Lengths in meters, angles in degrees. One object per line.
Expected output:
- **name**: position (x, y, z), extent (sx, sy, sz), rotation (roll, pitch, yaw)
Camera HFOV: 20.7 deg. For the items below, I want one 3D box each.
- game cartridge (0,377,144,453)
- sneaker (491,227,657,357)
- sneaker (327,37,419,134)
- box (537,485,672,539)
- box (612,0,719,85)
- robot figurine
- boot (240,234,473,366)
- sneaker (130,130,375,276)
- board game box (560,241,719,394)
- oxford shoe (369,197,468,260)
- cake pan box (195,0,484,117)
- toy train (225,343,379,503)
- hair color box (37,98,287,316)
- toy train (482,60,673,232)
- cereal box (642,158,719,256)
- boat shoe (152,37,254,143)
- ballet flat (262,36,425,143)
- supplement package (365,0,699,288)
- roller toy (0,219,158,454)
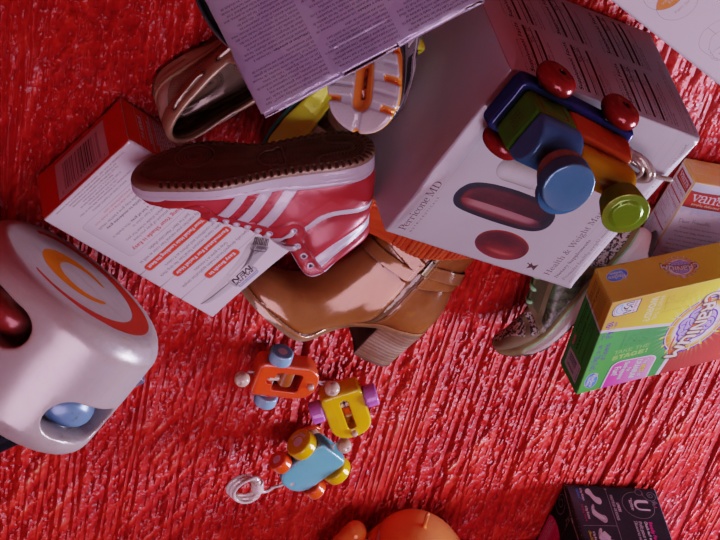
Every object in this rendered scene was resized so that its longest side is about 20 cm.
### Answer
- **game cartridge**: position (-0.315, 0.104, 1.838), extent (0.200, 0.038, 0.130), rotation (-24, 131, 9)
- **sneaker**: position (0.187, 0.003, 1.873), extent (0.089, 0.077, 0.200), rotation (44, 118, -7)
- **sneaker**: position (0.015, -0.207, 1.555), extent (0.078, 0.077, 0.200), rotation (11, 93, 15)
- **box**: position (0.261, 0.349, 2.177), extent (0.115, 0.132, 0.200), rotation (3, 134, -16)
- **box**: position (0.291, -0.259, 1.593), extent (0.152, 0.106, 0.200), rotation (-40, 132, 23)
- **robot figurine**: position (0.035, 0.334, 2.109), extent (0.200, 0.144, 0.117), rotation (-43, 163, 26)
- **boot**: position (0.000, 0.000, 1.795), extent (0.200, 0.077, 0.155), rotation (26, 118, -27)
- **sneaker**: position (-0.086, -0.050, 1.630), extent (0.200, 0.071, 0.113), rotation (-5, 130, -3)
- **board game box**: position (0.299, 0.038, 1.850), extent (0.200, 0.040, 0.153), rotation (-12, 146, -17)
- **oxford shoe**: position (0.039, -0.062, 1.734), extent (0.200, 0.073, 0.071), rotation (15, 145, -21)
- **cake pan box**: position (-0.033, -0.237, 1.488), extent (0.200, 0.052, 0.184), rotation (-28, 92, 11)
- **toy train**: position (-0.066, 0.142, 1.935), extent (0.150, 0.056, 0.200), rotation (3, 130, -17)
- **hair color box**: position (-0.166, -0.052, 1.702), extent (0.111, 0.064, 0.200), rotation (-40, 130, 21)
- **toy train**: position (0.196, -0.073, 1.534), extent (0.200, 0.116, 0.085), rotation (22, 121, -33)
- **cereal box**: position (0.331, -0.014, 1.899), extent (0.144, 0.040, 0.200), rotation (8, 131, -24)
- **boat shoe**: position (-0.080, -0.171, 1.605), extent (0.200, 0.065, 0.071), rotation (-34, 133, 18)
- **ballet flat**: position (-0.014, -0.138, 1.647), extent (0.067, 0.067, 0.200), rotation (-10, 145, -54)
- **supplement package**: position (0.134, -0.118, 1.660), extent (0.200, 0.147, 0.191), rotation (16, 128, -30)
- **roller toy**: position (-0.281, 0.060, 1.679), extent (0.200, 0.182, 0.140), rotation (37, 101, -18)
